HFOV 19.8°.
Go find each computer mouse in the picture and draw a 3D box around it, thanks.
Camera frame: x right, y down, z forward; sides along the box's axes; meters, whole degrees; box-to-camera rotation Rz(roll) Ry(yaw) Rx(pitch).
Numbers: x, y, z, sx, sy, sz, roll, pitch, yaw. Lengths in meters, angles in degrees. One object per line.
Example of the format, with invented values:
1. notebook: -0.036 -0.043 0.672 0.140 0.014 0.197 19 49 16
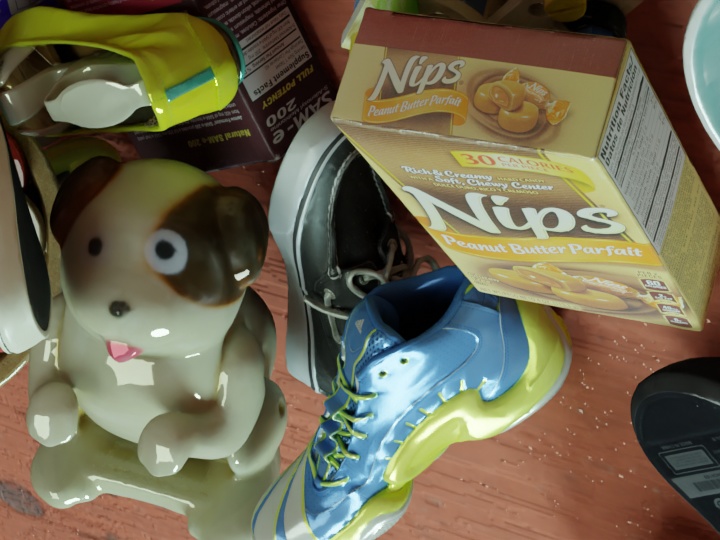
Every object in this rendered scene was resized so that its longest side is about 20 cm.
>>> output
1. computer mouse: 0.204 0.108 0.988 0.138 0.053 0.200 -12 124 50

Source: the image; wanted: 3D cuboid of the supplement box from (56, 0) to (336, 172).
1. supplement box: -0.101 -0.149 1.045 0.108 0.061 0.201 -5 117 48

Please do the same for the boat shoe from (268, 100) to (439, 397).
1. boat shoe: -0.002 0.002 1.066 0.068 0.073 0.200 31 139 26

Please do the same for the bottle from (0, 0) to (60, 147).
1. bottle: -0.202 -0.161 1.125 0.083 0.065 0.201 17 132 31

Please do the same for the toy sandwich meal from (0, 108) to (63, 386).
1. toy sandwich meal: -0.252 -0.007 1.094 0.203 0.070 0.207 0 91 10

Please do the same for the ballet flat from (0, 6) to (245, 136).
1. ballet flat: -0.141 -0.094 1.027 0.199 0.067 0.067 3 125 47

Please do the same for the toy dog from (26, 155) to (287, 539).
1. toy dog: -0.094 0.028 1.070 0.139 0.194 0.201 23 150 17

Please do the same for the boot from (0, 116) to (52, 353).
1. boot: -0.233 -0.023 0.999 0.073 0.143 0.201 81 168 -49

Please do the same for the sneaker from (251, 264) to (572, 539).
1. sneaker: 0.005 0.063 1.040 0.105 0.200 0.076 45 -168 -35

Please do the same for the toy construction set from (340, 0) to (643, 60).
1. toy construction set: 0.067 -0.135 0.844 0.130 0.093 0.200 19 164 -22

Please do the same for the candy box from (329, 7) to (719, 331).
1. candy box: 0.078 -0.039 0.881 0.115 0.056 0.200 10 164 25

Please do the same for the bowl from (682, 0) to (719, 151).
1. bowl: 0.226 -0.085 0.728 0.200 0.105 0.201 25 156 12

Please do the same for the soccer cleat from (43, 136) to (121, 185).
1. soccer cleat: -0.203 -0.034 1.234 0.064 0.084 0.200 15 143 -28
